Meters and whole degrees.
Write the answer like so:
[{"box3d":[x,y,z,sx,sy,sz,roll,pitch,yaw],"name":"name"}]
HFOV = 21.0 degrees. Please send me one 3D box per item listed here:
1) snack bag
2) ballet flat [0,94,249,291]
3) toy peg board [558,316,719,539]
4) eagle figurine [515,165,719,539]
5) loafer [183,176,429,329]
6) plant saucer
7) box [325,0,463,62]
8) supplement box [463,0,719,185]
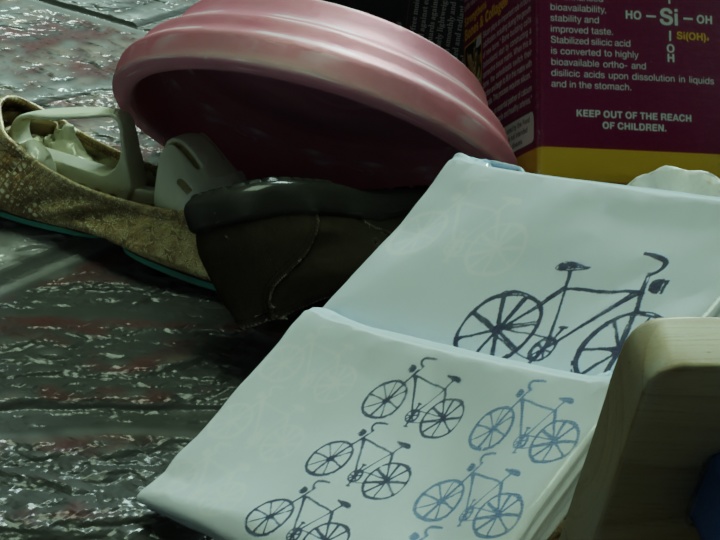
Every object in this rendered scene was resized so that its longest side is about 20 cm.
[{"box3d":[0.035,0.030,0.677,0.200,0.021,0.188,-47,31,-21],"name":"snack bag"},{"box3d":[-0.106,-0.041,0.936,0.200,0.065,0.071,16,23,19],"name":"ballet flat"},{"box3d":[0.149,0.119,0.482,0.200,0.199,0.098,1,39,-15],"name":"toy peg board"},{"box3d":[0.119,0.068,0.671,0.151,0.152,0.200,31,20,4],"name":"eagle figurine"},{"box3d":[0.000,0.000,0.886,0.200,0.071,0.073,1,-8,-45],"name":"loafer"},{"box3d":[-0.018,-0.080,0.937,0.200,0.051,0.201,14,-14,4],"name":"plant saucer"},{"box3d":[0.058,-0.189,1.269,0.198,0.123,0.200,14,24,13],"name":"box"},{"box3d":[0.117,-0.130,1.001,0.103,0.200,0.131,2,-7,-12],"name":"supplement box"}]
